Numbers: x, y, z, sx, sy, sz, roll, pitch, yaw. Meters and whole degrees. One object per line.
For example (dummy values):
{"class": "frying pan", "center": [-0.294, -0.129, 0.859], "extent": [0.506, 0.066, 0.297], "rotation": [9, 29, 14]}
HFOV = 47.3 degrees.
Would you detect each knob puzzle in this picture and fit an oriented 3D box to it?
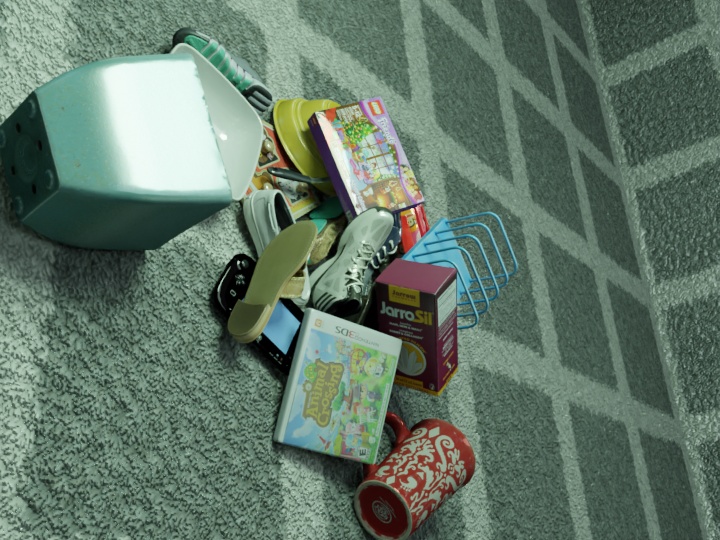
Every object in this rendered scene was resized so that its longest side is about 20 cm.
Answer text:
{"class": "knob puzzle", "center": [-0.152, -0.175, 1.359], "extent": [0.219, 0.030, 0.221], "rotation": [28, 51, -41]}

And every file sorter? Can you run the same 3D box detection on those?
{"class": "file sorter", "center": [0.172, 0.001, 1.432], "extent": [0.200, 0.122, 0.139], "rotation": [-43, 114, -47]}

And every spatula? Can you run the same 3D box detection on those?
{"class": "spatula", "center": [-0.070, -0.154, 1.379], "extent": [0.199, 0.021, 0.057], "rotation": [2, 41, -35]}

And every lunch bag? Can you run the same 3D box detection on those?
{"class": "lunch bag", "center": [0.099, -0.042, 1.555], "extent": [0.176, 0.081, 0.201], "rotation": [27, 49, -82]}

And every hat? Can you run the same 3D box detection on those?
{"class": "hat", "center": [0.006, 0.089, 1.388], "extent": [0.200, 0.080, 0.202], "rotation": [-38, 134, -54]}

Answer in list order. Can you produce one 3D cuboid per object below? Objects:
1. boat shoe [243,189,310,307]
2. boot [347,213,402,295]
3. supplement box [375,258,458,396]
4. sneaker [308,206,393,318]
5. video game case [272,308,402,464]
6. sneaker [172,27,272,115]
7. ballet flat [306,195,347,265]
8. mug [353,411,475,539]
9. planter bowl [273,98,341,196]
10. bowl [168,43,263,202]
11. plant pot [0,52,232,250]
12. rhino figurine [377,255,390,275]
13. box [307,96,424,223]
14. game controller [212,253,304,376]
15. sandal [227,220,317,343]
{"class": "boat shoe", "center": [-0.115, -0.034, 1.288], "extent": [0.072, 0.068, 0.201], "rotation": [-34, 111, -50]}
{"class": "boot", "center": [0.024, -0.034, 1.435], "extent": [0.073, 0.090, 0.202], "rotation": [-19, 111, -78]}
{"class": "supplement box", "center": [0.094, 0.092, 1.348], "extent": [0.086, 0.110, 0.201], "rotation": [-43, 137, -48]}
{"class": "sneaker", "center": [0.000, 0.000, 1.311], "extent": [0.075, 0.201, 0.116], "rotation": [28, 18, -38]}
{"class": "video game case", "center": [-0.030, 0.179, 1.251], "extent": [0.181, 0.022, 0.201], "rotation": [21, 76, -32]}
{"class": "sneaker", "center": [-0.230, -0.330, 1.329], "extent": [0.200, 0.074, 0.088], "rotation": [37, 21, -43]}
{"class": "ballet flat", "center": [-0.063, -0.067, 1.415], "extent": [0.200, 0.070, 0.066], "rotation": [-51, 139, -57]}
{"class": "mug", "center": [0.068, 0.337, 1.346], "extent": [0.200, 0.177, 0.134], "rotation": [-28, 132, -53]}
{"class": "planter bowl", "center": [-0.058, -0.240, 1.462], "extent": [0.200, 0.083, 0.201], "rotation": [44, 29, -31]}
{"class": "bowl", "center": [-0.242, -0.206, 1.213], "extent": [0.200, 0.074, 0.201], "rotation": [43, 41, -33]}
{"class": "plant pot", "center": [-0.308, -0.134, 0.980], "extent": [0.199, 0.196, 0.197], "rotation": [-11, 81, -47]}
{"class": "rhino figurine", "center": [0.029, -0.044, 1.522], "extent": [0.087, 0.059, 0.201], "rotation": [-145, -149, -84]}
{"class": "box", "center": [0.010, -0.184, 1.386], "extent": [0.136, 0.039, 0.201], "rotation": [-20, 83, -30]}
{"class": "game controller", "center": [-0.141, 0.069, 1.235], "extent": [0.200, 0.042, 0.105], "rotation": [48, 37, -28]}
{"class": "sandal", "center": [-0.119, 0.027, 1.209], "extent": [0.212, 0.077, 0.070], "rotation": [-60, 143, -27]}
